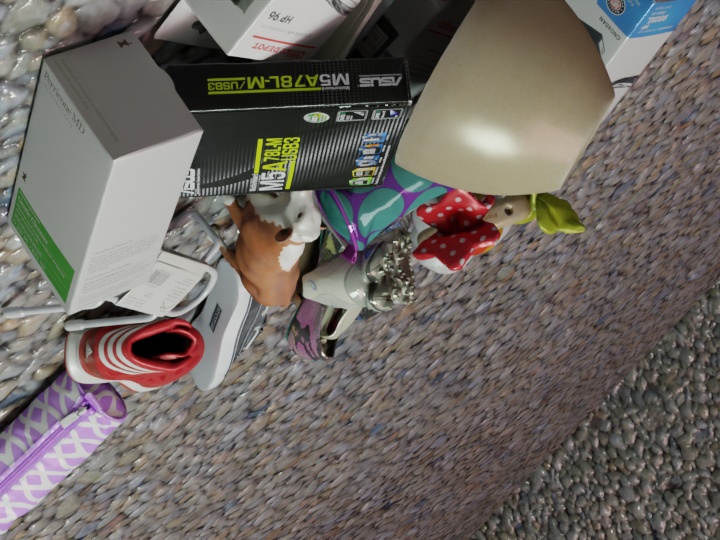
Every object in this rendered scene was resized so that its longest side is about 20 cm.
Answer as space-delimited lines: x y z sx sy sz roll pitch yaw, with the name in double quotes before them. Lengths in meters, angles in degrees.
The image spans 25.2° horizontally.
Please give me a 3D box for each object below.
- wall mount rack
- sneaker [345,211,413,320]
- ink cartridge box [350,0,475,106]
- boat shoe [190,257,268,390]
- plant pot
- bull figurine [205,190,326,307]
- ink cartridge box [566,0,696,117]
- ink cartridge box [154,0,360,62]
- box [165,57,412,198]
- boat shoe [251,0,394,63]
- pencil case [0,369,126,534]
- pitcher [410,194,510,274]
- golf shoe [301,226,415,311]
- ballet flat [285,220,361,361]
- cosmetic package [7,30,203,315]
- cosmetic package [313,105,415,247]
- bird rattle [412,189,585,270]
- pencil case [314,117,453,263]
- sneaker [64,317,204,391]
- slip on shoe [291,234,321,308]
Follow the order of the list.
"wall mount rack" -0.219 0.009 1.467 0.174 0.075 0.200 -45 161 7
"sneaker" 0.007 -0.044 1.788 0.075 0.077 0.202 10 125 -15
"ink cartridge box" 0.036 -0.207 1.446 0.200 0.067 0.116 -45 162 18
"boat shoe" -0.133 0.054 1.723 0.067 0.072 0.201 -10 142 -31
"plant pot" 0.136 -0.142 1.367 0.202 0.134 0.200 -58 175 -9
"bull figurine" -0.091 -0.037 1.515 0.065 0.122 0.201 -30 160 -24
"ink cartridge box" 0.211 -0.242 1.577 0.084 0.145 0.201 -17 152 -44
"ink cartridge box" -0.054 -0.224 1.235 0.200 0.068 0.116 -47 160 23
"box" -0.065 -0.115 1.326 0.190 0.048 0.200 -5 164 -9
"boat shoe" -0.016 -0.206 1.343 0.200 0.073 0.062 -49 159 23
"pencil case" -0.324 0.181 1.633 0.200 0.084 0.086 -44 -165 11
"pitcher" 0.128 -0.092 1.849 0.173 0.121 0.200 -57 175 -11
"golf shoe" 0.000 0.000 1.586 0.096 0.079 0.200 -5 180 14
"ballet flat" -0.017 0.001 1.690 0.069 0.071 0.202 18 91 -60
"cosmetic package" -0.201 -0.073 1.246 0.084 0.108 0.201 -24 155 -33
"cosmetic package" 0.043 -0.119 1.617 0.199 0.085 0.108 -37 165 -9
"bird rattle" 0.125 -0.044 1.646 0.199 0.113 0.163 -31 -179 -30
"pencil case" 0.055 -0.095 1.497 0.199 0.085 0.093 -29 122 -15
"sneaker" -0.190 0.084 1.600 0.114 0.079 0.199 -2 -177 31
"slip on shoe" -0.062 -0.006 1.739 0.076 0.061 0.200 -34 161 -15
